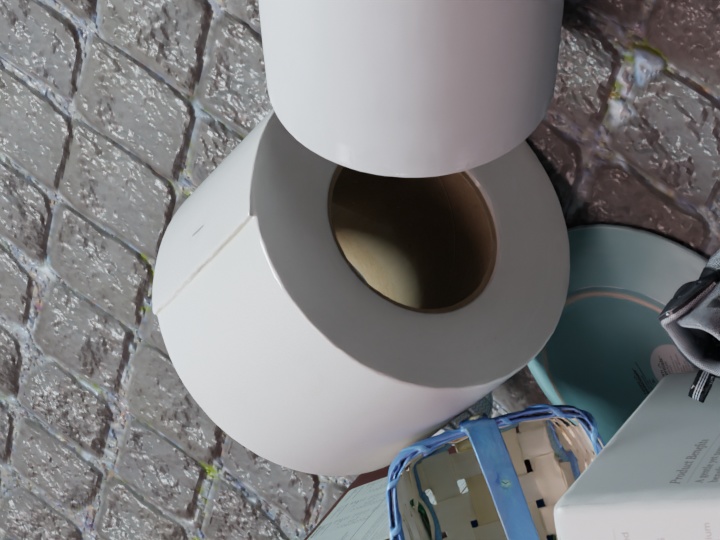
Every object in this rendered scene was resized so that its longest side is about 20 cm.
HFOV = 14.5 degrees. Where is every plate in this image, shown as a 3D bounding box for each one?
[{"bbox_3d":[0.169,0.061,1.652,0.200,0.026,0.200,25,139,24],"label":"plate"}]

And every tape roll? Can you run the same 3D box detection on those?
[{"bbox_3d":[0.000,0.000,1.605,0.203,0.203,0.139,45,144,-2],"label":"tape roll"}]

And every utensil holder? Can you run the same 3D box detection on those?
[{"bbox_3d":[0.027,-0.171,1.446,0.170,0.170,0.200,24,141,24],"label":"utensil holder"}]

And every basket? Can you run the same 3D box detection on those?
[{"bbox_3d":[0.091,0.163,1.572,0.200,0.139,0.177,180,71,-85],"label":"basket"}]

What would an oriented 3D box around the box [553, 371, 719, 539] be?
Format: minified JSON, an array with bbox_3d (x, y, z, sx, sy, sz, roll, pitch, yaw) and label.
[{"bbox_3d":[0.225,0.171,1.499,0.171,0.199,0.200,-5,106,25],"label":"box"}]

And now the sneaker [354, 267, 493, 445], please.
[{"bbox_3d":[0.002,0.035,1.754,0.200,0.073,0.071,47,153,11],"label":"sneaker"}]

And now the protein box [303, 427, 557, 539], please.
[{"bbox_3d":[0.078,0.225,1.800,0.199,0.135,0.200,53,142,-12],"label":"protein box"}]

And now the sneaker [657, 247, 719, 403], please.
[{"bbox_3d":[0.216,-0.011,1.465,0.075,0.114,0.200,31,141,16],"label":"sneaker"}]
